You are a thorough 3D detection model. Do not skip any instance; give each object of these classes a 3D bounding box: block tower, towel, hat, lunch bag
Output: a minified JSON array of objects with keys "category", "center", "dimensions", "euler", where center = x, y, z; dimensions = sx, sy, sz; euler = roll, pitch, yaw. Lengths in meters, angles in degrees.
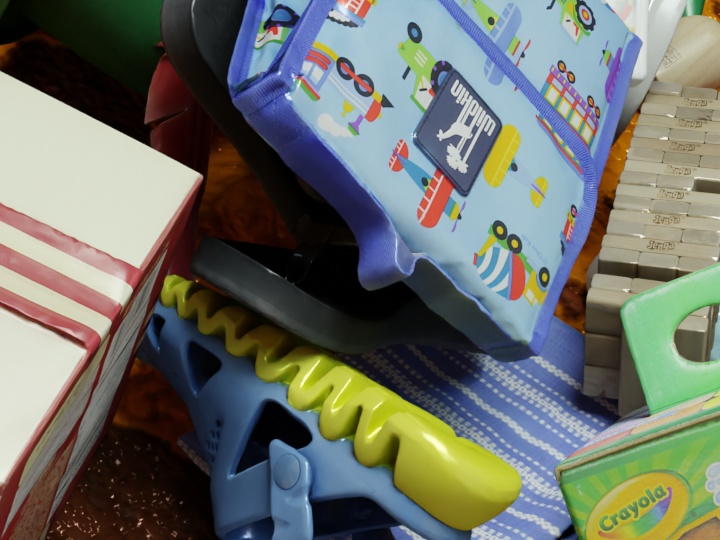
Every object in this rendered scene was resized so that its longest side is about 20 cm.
[{"category":"block tower","center":[0.145,-0.017,0.816],"dimensions":[0.054,0.058,0.200],"euler":[7,37,14]},{"category":"towel","center":[0.042,0.070,0.752],"dimensions":[0.144,0.024,0.199],"euler":[35,42,29]},{"category":"hat","center":[-0.059,-0.100,0.820],"dimensions":[0.176,0.200,0.166],"euler":[45,8,-2]},{"category":"lunch bag","center":[0.023,-0.065,0.690],"dimensions":[0.151,0.094,0.201],"euler":[45,39,-25]}]

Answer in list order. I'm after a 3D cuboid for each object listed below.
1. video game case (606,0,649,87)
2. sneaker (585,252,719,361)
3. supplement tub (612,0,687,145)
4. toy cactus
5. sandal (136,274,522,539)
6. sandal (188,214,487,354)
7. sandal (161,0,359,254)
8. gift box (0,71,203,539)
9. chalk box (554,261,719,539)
[{"category":"video game case","center":[0.047,-0.191,0.820],"dimensions":[0.181,0.023,0.202],"euler":[4,83,-6]},{"category":"sneaker","center":[0.207,0.030,0.845],"dimensions":[0.199,0.082,0.074],"euler":[30,44,5]},{"category":"supplement tub","center":[0.058,-0.155,0.900],"dimensions":[0.199,0.141,0.141],"euler":[23,45,-4]},{"category":"toy cactus","center":[0.221,-0.140,1.007],"dimensions":[0.165,0.102,0.200],"euler":[-32,77,-30]},{"category":"sandal","center":[-0.034,0.067,0.671],"dimensions":[0.079,0.087,0.200],"euler":[27,3,-46]},{"category":"sandal","center":[0.000,0.000,0.714],"dimensions":[0.076,0.043,0.200],"euler":[27,11,27]},{"category":"sandal","center":[-0.013,-0.054,0.768],"dimensions":[0.200,0.043,0.076],"euler":[46,51,-40]},{"category":"gift box","center":[-0.177,0.008,0.613],"dimensions":[0.186,0.201,0.185],"euler":[26,40,1]},{"category":"chalk box","center":[0.158,0.096,0.659],"dimensions":[0.201,0.124,0.124],"euler":[69,21,3]}]
